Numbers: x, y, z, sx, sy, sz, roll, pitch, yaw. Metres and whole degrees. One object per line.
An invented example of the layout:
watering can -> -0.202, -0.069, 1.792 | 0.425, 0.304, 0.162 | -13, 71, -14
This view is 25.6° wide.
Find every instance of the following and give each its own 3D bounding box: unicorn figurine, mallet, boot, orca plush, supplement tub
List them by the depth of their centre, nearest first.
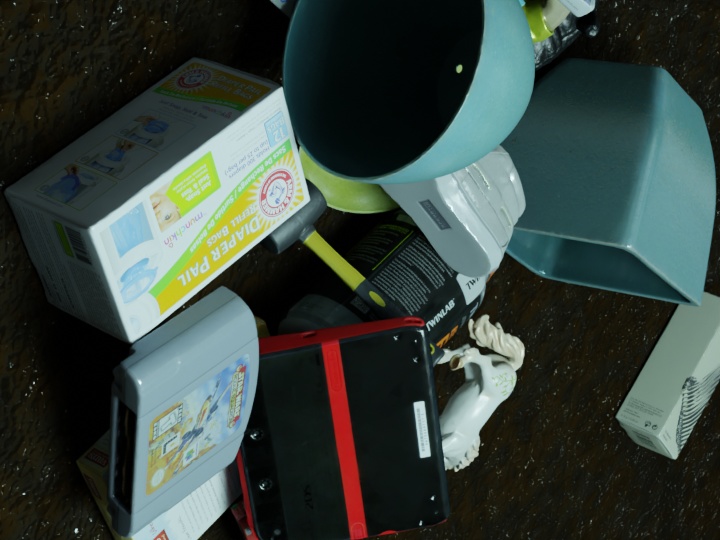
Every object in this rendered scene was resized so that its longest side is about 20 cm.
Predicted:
mallet -> 0.000, 0.000, 1.347 | 0.066, 0.200, 0.041 | -53, 180, -19
boot -> 0.073, -0.094, 1.365 | 0.200, 0.073, 0.096 | 55, 49, -31
supplement tub -> 0.030, 0.028, 1.433 | 0.200, 0.122, 0.123 | -44, 137, -28
unicorn figurine -> 0.092, 0.138, 1.539 | 0.200, 0.074, 0.137 | -44, 141, 21
orca plush -> 0.195, -0.247, 1.542 | 0.200, 0.071, 0.106 | -41, 136, -31

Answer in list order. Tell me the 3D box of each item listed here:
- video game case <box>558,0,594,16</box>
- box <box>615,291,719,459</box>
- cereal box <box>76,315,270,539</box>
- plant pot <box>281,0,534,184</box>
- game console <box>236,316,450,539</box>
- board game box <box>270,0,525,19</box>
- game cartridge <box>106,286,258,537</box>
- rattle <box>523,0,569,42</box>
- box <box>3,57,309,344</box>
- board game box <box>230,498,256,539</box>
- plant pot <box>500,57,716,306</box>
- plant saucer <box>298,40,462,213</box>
video game case -> 0.143, -0.342, 1.353 | 0.182, 0.023, 0.201 | 34, 50, -32
box -> 0.405, 0.128, 1.990 | 0.201, 0.068, 0.082 | -58, 142, -12
cereal box -> -0.140, 0.148, 1.351 | 0.200, 0.039, 0.144 | -43, 137, -29
plant pot -> 0.057, -0.156, 1.211 | 0.134, 0.200, 0.201 | 12, 98, -46
game console -> -0.020, 0.141, 1.344 | 0.176, 0.031, 0.201 | -10, 114, -5
board game box -> 0.026, -0.235, 1.301 | 0.151, 0.047, 0.200 | -37, 144, 13
game cartridge -> -0.136, 0.109, 1.226 | 0.133, 0.041, 0.201 | -31, 148, -34
rattle -> 0.107, -0.303, 1.421 | 0.199, 0.130, 0.143 | 28, 59, -21
box -> -0.147, -0.057, 1.189 | 0.200, 0.101, 0.113 | -41, 136, -31
board game box -> -0.018, 0.194, 1.439 | 0.199, 0.019, 0.103 | -30, 143, -12
plant pot -> 0.250, -0.100, 1.594 | 0.196, 0.195, 0.201 | 30, 76, -53
plant saucer -> 0.035, -0.130, 1.372 | 0.199, 0.031, 0.200 | -17, 144, -13
